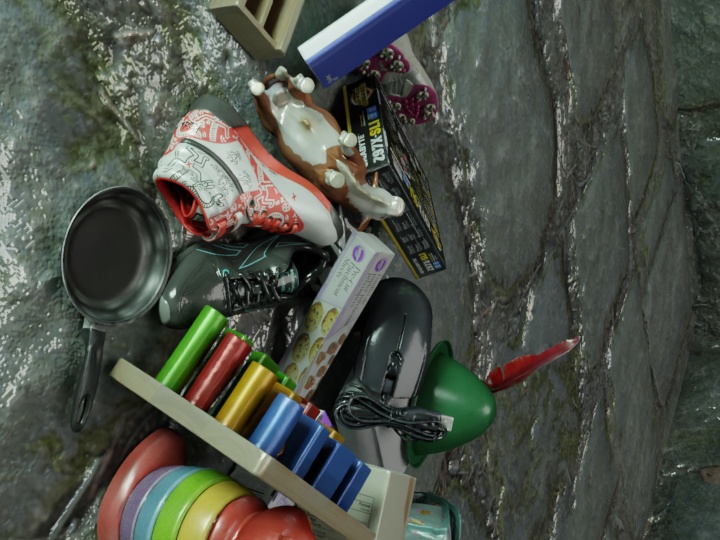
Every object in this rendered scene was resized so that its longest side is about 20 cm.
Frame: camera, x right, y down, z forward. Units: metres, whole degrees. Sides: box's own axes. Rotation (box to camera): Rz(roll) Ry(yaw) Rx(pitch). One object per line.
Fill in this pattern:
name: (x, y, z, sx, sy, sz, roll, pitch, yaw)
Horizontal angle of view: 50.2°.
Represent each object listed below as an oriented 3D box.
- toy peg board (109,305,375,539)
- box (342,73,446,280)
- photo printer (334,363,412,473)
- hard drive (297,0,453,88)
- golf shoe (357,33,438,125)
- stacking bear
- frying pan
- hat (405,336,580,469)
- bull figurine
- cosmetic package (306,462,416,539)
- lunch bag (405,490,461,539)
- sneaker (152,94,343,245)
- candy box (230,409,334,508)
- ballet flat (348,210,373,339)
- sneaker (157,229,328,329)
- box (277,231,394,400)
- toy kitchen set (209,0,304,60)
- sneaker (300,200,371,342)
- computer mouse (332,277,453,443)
toy peg board: (-0.081, 0.130, 0.681, 0.099, 0.197, 0.201, -57, 140, -16)
box: (0.043, -0.112, 0.940, 0.201, 0.048, 0.162, 55, 23, -47)
photo printer: (0.036, 0.180, 0.984, 0.168, 0.068, 0.202, -58, 152, -35)
hard drive: (0.031, -0.267, 0.810, 0.026, 0.198, 0.132, 57, 6, -1)
golf shoe: (0.050, -0.260, 0.976, 0.200, 0.074, 0.093, 44, 39, -60)
stacking bear: (-0.119, 0.227, 0.656, 0.113, 0.197, 0.124, -36, 124, -49)
frying pan: (-0.205, 0.026, 0.649, 0.114, 0.030, 0.194, -13, 109, -56)
hat: (0.164, 0.185, 0.968, 0.202, 0.173, 0.167, 78, 32, -49)
bull figurine: (-0.037, -0.121, 0.769, 0.065, 0.200, 0.121, -45, 176, -6)
cosmetic package: (-0.018, 0.298, 0.782, 0.071, 0.103, 0.204, 34, 67, -56)
lunch bag: (0.075, 0.406, 1.057, 0.200, 0.119, 0.174, 25, 68, -80)
sneaker: (-0.107, -0.059, 0.735, 0.201, 0.067, 0.109, 44, 58, -30)
candy box: (-0.084, 0.277, 0.835, 0.201, 0.070, 0.170, -57, 138, -37)
ballet flat: (0.000, 0.000, 0.942, 0.066, 0.056, 0.204, -39, 126, -48)
sneaker: (-0.110, 0.004, 0.749, 0.199, 0.078, 0.077, -32, 127, -49)
box: (-0.033, 0.053, 0.826, 0.038, 0.041, 0.202, 4, 123, -53)
toy kitchen set: (-0.003, -0.292, 0.767, 0.163, 0.197, 0.184, 40, 61, -51)
sneaker: (-0.021, -0.013, 0.875, 0.089, 0.066, 0.203, -23, 116, -19)
computer mouse: (0.046, 0.089, 0.888, 0.053, 0.136, 0.203, 120, -21, -56)
